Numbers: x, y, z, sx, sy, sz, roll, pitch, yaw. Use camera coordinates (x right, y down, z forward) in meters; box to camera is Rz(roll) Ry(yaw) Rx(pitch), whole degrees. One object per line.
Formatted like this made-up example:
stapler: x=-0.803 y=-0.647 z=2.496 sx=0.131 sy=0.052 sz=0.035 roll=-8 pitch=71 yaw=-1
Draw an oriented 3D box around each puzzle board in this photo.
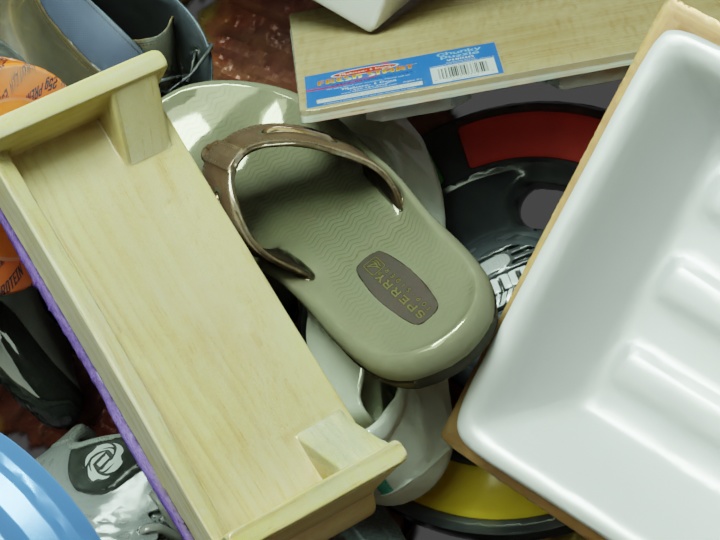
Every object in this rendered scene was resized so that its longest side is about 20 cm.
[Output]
puzzle board: x=0.070 y=-0.100 z=1.133 sx=0.200 sy=0.017 sz=0.151 roll=-11 pitch=21 yaw=1

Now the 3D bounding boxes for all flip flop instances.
flip flop: x=-0.024 y=-0.024 z=1.069 sx=0.081 sy=0.058 sz=0.200 roll=-45 pitch=51 yaw=-4

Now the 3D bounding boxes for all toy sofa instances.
toy sofa: x=-0.075 y=0.025 z=1.043 sx=0.083 sy=0.098 sz=0.200 roll=-27 pitch=80 yaw=-26

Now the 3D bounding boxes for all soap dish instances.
soap dish: x=0.142 y=0.019 z=1.028 sx=0.157 sy=0.081 sz=0.200 roll=32 pitch=103 yaw=23

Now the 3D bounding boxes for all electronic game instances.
electronic game: x=0.068 y=0.019 z=1.140 sx=0.200 sy=0.042 sz=0.200 roll=-8 pitch=65 yaw=17

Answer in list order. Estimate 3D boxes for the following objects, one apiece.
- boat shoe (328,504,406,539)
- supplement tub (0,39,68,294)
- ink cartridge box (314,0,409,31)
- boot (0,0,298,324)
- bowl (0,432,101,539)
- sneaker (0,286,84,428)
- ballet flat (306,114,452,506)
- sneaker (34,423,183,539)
boat shoe: x=-0.003 y=0.153 z=1.088 sx=0.200 sy=0.072 sz=0.062 roll=52 pitch=127 yaw=30
supplement tub: x=-0.216 y=-0.052 z=1.143 sx=0.200 sy=0.123 sz=0.123 roll=12 pitch=71 yaw=40
ink cartridge box: x=-0.038 y=-0.219 z=1.148 sx=0.200 sy=0.146 sz=0.084 roll=30 pitch=35 yaw=9
boot: x=-0.092 y=-0.058 z=1.173 sx=0.200 sy=0.097 sz=0.075 roll=41 pitch=41 yaw=8
bowl: x=-0.168 y=0.154 z=1.086 sx=0.201 sy=0.201 sz=0.039 roll=30 pitch=36 yaw=28
sneaker: x=-0.156 y=-0.021 z=1.222 sx=0.079 sy=0.074 sz=0.200 roll=-21 pitch=62 yaw=4
ballet flat: x=0.000 y=0.000 z=1.120 sx=0.069 sy=0.069 sz=0.200 roll=-14 pitch=60 yaw=13
sneaker: x=-0.081 y=0.134 z=1.127 sx=0.115 sy=0.075 sz=0.200 roll=-44 pitch=61 yaw=-8
